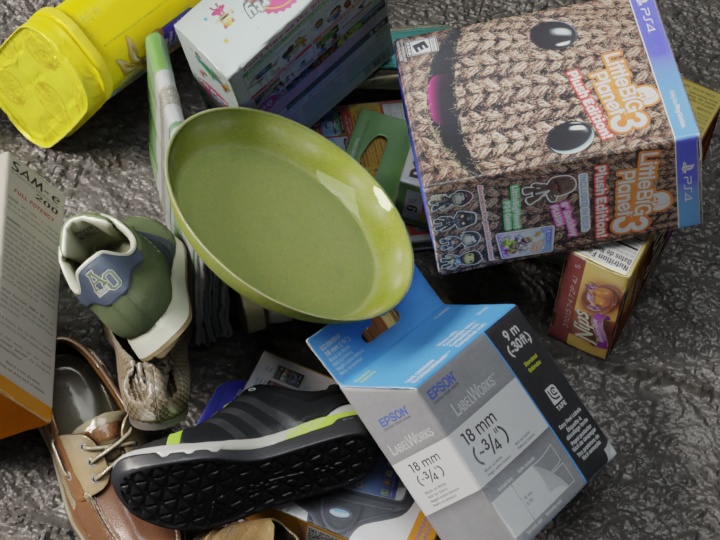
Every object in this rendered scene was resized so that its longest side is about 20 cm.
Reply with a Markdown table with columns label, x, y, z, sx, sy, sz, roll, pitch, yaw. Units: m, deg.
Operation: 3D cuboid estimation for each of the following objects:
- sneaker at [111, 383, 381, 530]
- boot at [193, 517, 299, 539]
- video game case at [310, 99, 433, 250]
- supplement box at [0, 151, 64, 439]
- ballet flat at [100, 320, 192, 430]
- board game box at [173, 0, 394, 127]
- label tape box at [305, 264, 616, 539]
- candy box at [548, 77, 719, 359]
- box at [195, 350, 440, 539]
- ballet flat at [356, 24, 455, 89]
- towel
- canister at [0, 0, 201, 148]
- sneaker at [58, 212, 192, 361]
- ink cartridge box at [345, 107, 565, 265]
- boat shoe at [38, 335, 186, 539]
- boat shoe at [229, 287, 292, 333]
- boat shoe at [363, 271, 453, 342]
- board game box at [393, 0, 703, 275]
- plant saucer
| label | x | y | z | sx | sy | sz | roll | pitch | yaw |
| --- | --- | --- | --- | --- | --- | --- | --- | --- | --- |
| sneaker | -0.082 | 0.125 | 1.445 | 0.200 | 0.072 | 0.083 | -7 | 38 | -19 |
| boot | -0.084 | 0.256 | 1.377 | 0.075 | 0.074 | 0.200 | -22 | 48 | 34 |
| video game case | 0.010 | -0.075 | 1.655 | 0.200 | 0.017 | 0.143 | -6 | 57 | -10 |
| supplement box | -0.288 | 0.029 | 1.489 | 0.126 | 0.074 | 0.200 | -19 | 53 | 25 |
| ballet flat | -0.156 | 0.049 | 1.490 | 0.067 | 0.046 | 0.200 | -10 | 27 | -4 |
| board game box | -0.054 | -0.175 | 1.561 | 0.148 | 0.200 | 0.064 | -43 | 76 | -9 |
| label tape box | 0.074 | 0.091 | 1.452 | 0.200 | 0.063 | 0.144 | 56 | 42 | -2 |
| candy box | 0.215 | -0.043 | 1.594 | 0.056 | 0.117 | 0.200 | 25 | 58 | 13 |
| box | -0.026 | 0.140 | 1.494 | 0.200 | 0.041 | 0.119 | 23 | 57 | 7 |
| ballet flat | -0.002 | -0.170 | 1.693 | 0.200 | 0.062 | 0.067 | 5 | 67 | 5 |
| towel | -0.130 | -0.061 | 1.553 | 0.031 | 0.149 | 0.200 | -9 | 57 | -12 |
| canister | -0.188 | -0.198 | 1.641 | 0.200 | 0.149 | 0.087 | -41 | 95 | -30 |
| sneaker | -0.174 | -0.013 | 1.463 | 0.067 | 0.090 | 0.200 | -41 | 24 | 6 |
| ink cartridge box | 0.085 | -0.083 | 1.620 | 0.200 | 0.059 | 0.104 | 15 | 57 | 5 |
| boat shoe | -0.185 | 0.132 | 1.463 | 0.076 | 0.072 | 0.200 | -25 | 62 | -20 |
| boat shoe | -0.082 | -0.038 | 1.576 | 0.068 | 0.075 | 0.200 | -15 | 54 | -10 |
| boat shoe | 0.001 | 0.000 | 1.564 | 0.072 | 0.068 | 0.200 | -13 | 62 | -42 |
| board game box | 0.137 | -0.103 | 1.514 | 0.200 | 0.097 | 0.159 | -11 | 49 | 1 |
| plant saucer | -0.055 | -0.034 | 1.457 | 0.200 | 0.031 | 0.200 | 22 | 39 | -19 |
